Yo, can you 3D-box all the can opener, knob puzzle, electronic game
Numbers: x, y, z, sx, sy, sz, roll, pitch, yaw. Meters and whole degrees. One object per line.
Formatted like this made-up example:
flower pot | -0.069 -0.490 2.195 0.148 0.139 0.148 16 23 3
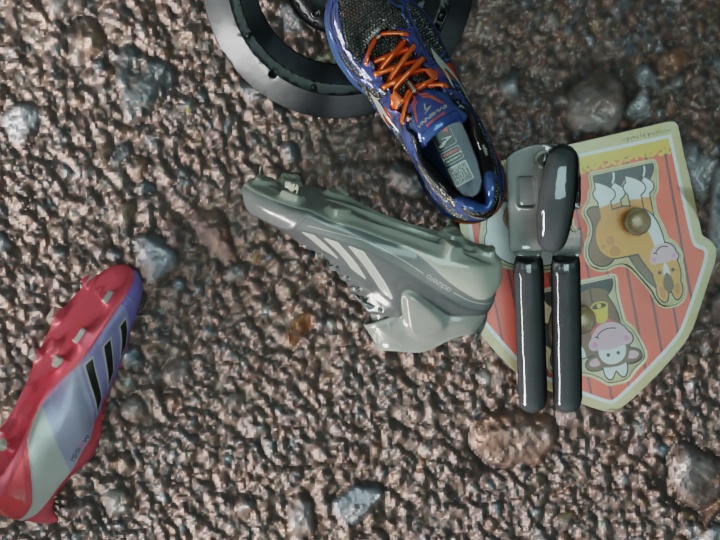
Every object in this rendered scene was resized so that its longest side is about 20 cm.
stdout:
can opener | 0.130 0.008 1.059 0.052 0.067 0.203 1 109 13
knob puzzle | 0.170 0.007 1.104 0.216 0.030 0.223 0 95 -3
electronic game | -0.016 -0.210 1.071 0.197 0.042 0.203 -1 103 -6

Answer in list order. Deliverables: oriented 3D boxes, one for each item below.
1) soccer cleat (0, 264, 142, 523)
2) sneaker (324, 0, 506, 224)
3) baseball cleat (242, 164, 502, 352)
soccer cleat | -0.208 0.090 1.085 0.076 0.067 0.201 33 87 -36
sneaker | 0.046 -0.119 1.034 0.075 0.078 0.201 -36 102 2
baseball cleat | 0.000 0.000 1.077 0.198 0.070 0.108 19 110 6
